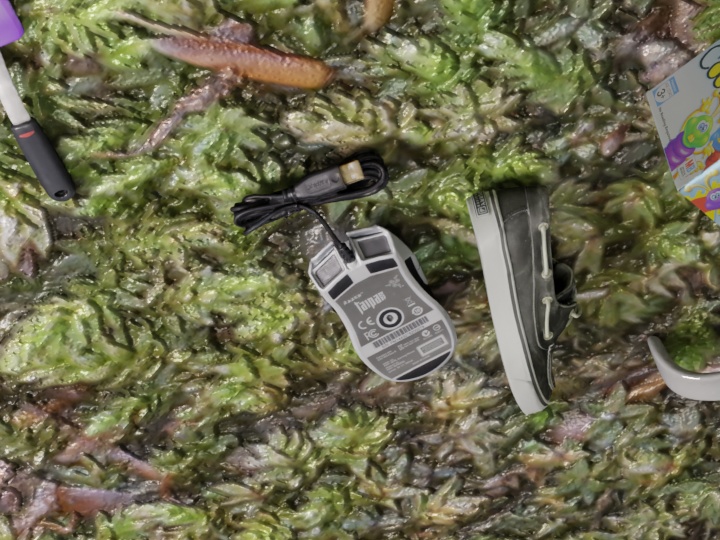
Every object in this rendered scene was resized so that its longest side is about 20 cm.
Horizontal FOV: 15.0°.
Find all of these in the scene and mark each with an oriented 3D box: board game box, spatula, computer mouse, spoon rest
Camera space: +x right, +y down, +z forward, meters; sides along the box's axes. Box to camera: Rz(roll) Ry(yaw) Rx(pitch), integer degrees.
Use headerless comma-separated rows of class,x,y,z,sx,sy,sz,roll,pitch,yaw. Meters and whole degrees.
board game box,0.301,-0.066,1.854,0.103,0.105,0.200,-36,129,23
spatula,-0.226,-0.110,1.764,0.056,0.021,0.200,-18,135,4
computer mouse,0.000,0.000,1.903,0.109,0.044,0.200,-27,127,8
spoon rest,0.314,0.049,1.997,0.200,0.061,0.099,-20,134,9

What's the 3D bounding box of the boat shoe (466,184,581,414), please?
boat shoe,0.123,0.023,1.928,0.063,0.071,0.200,-12,133,3
